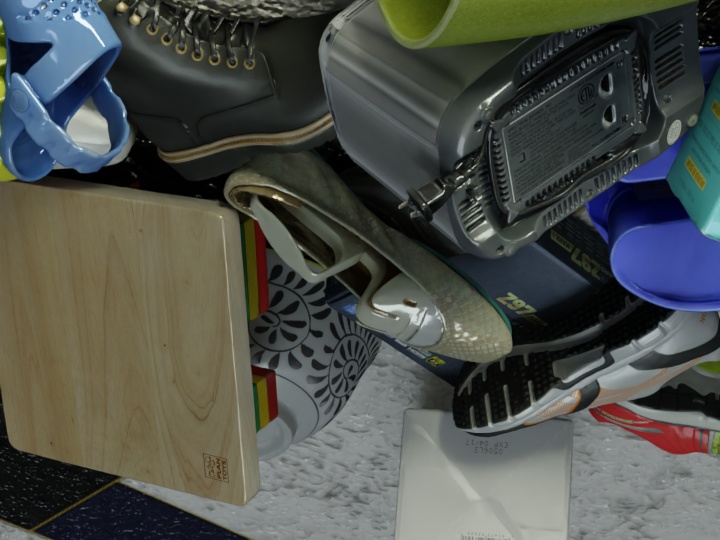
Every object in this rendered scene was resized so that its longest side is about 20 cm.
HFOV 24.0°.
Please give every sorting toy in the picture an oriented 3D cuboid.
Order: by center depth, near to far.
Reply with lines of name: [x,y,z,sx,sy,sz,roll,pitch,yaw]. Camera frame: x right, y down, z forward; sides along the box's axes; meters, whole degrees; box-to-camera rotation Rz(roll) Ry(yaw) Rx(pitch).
sorting toy: [-0.147,0.033,1.115,0.198,0.070,0.201,9,115,28]

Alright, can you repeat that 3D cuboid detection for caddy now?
caddy: [0.220,-0.055,0.954,0.199,0.105,0.142,-5,106,16]

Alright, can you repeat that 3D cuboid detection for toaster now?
toaster: [0.069,-0.095,0.861,0.129,0.200,0.114,36,153,42]

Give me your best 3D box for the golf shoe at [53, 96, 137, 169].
golf shoe: [-0.237,-0.077,1.022,0.199,0.092,0.073,5,144,-1]

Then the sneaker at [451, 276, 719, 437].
sneaker: [0.146,0.067,1.097,0.200,0.074,0.080,-27,136,34]

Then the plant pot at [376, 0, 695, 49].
plant pot: [0.120,-0.190,0.755,0.199,0.188,0.187,-1,147,-16]

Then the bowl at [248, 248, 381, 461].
bowl: [-0.086,0.077,1.216,0.200,0.095,0.201,3,145,2]

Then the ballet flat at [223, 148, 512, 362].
ballet flat: [0.000,0.000,1.011,0.200,0.062,0.067,40,144,5]

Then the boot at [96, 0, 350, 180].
boot: [-0.078,-0.129,0.944,0.200,0.078,0.138,-24,131,34]

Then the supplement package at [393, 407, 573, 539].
supplement package: [0.091,0.174,1.244,0.121,0.120,0.200,3,170,5]

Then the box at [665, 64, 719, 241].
box: [0.221,-0.111,0.830,0.049,0.082,0.201,18,111,-11]

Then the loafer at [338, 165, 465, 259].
loafer: [0.042,-0.043,1.043,0.200,0.070,0.075,-9,118,48]

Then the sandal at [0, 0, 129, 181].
sandal: [-0.160,-0.131,0.895,0.087,0.079,0.201,21,126,25]

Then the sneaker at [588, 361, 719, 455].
sneaker: [0.260,0.106,1.234,0.199,0.077,0.085,20,150,-1]

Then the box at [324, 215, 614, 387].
box: [0.100,0.022,1.146,0.157,0.051,0.200,-26,134,36]
